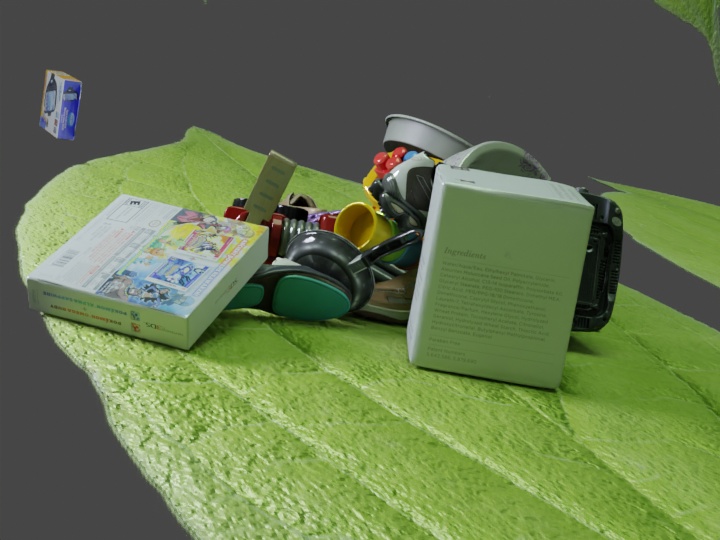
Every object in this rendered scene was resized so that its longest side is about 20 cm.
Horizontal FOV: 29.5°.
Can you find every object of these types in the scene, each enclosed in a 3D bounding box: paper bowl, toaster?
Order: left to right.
[{"bbox_3d":[0.166,-0.062,1.811,0.200,0.202,0.104,2,-12,-37],"label":"paper bowl"},{"bbox_3d":[0.246,0.001,1.681,0.113,0.201,0.129,8,-6,-14],"label":"toaster"}]

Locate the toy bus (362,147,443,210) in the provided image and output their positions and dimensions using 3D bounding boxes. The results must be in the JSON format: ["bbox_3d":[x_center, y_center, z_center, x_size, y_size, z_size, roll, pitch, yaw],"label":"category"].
[{"bbox_3d":[0.070,-0.105,1.935,0.200,0.136,0.192,22,-24,52],"label":"toy bus"}]

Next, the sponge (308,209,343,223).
[{"bbox_3d":[-0.090,-0.061,1.888,0.199,0.030,0.112,-8,4,18],"label":"sponge"}]

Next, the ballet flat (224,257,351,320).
[{"bbox_3d":[-0.106,0.012,1.525,0.199,0.073,0.073,3,13,-24],"label":"ballet flat"}]

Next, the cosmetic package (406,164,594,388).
[{"bbox_3d":[0.147,0.002,1.484,0.164,0.201,0.165,10,11,-1],"label":"cosmetic package"}]

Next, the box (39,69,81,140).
[{"bbox_3d":[-0.603,-0.333,2.749,0.041,0.120,0.200,5,11,-24],"label":"box"}]

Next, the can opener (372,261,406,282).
[{"bbox_3d":[0.000,0.000,1.743,0.199,0.067,0.053,26,36,30],"label":"can opener"}]

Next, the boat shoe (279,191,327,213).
[{"bbox_3d":[-0.090,-0.086,2.083,0.071,0.065,0.200,5,12,-24],"label":"boat shoe"}]

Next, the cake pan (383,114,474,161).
[{"bbox_3d":[0.117,-0.159,1.981,0.200,0.037,0.200,28,-8,4],"label":"cake pan"}]

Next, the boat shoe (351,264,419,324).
[{"bbox_3d":[0.069,0.023,1.631,0.199,0.077,0.072,7,13,-11],"label":"boat shoe"}]

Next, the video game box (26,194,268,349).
[{"bbox_3d":[-0.216,-0.004,1.424,0.181,0.047,0.200,11,32,18],"label":"video game box"}]

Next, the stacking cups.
[{"bbox_3d":[0.049,-0.027,1.640,0.060,0.061,0.200,18,-3,38],"label":"stacking cups"}]

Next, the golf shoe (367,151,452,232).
[{"bbox_3d":[0.099,-0.071,1.612,0.200,0.094,0.078,32,18,-51],"label":"golf shoe"}]

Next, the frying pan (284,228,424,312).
[{"bbox_3d":[-0.006,0.006,1.552,0.189,0.115,0.031,2,35,29],"label":"frying pan"}]

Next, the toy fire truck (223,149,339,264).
[{"bbox_3d":[-0.077,-0.055,1.616,0.175,0.129,0.200,10,-7,-4],"label":"toy fire truck"}]
